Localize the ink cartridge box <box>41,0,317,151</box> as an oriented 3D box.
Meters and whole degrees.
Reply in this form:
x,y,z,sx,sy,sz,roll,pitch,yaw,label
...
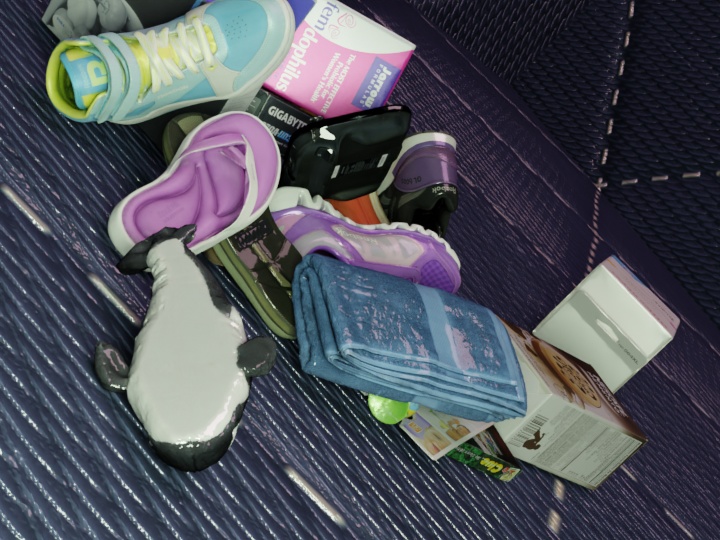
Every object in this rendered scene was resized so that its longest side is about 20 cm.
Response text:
x,y,z,sx,sy,sz,roll,pitch,yaw,label
-0.158,-0.218,1.226,0.198,0.200,0.043,47,35,11,ink cartridge box

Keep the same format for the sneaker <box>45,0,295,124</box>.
x,y,z,sx,sy,sz,roll,pitch,yaw,label
-0.155,-0.162,1.129,0.131,0.200,0.080,-16,85,-65,sneaker

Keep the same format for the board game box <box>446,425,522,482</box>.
x,y,z,sx,sy,sz,roll,pitch,yaw,label
0.065,0.098,1.297,0.105,0.023,0.200,27,23,-43,board game box

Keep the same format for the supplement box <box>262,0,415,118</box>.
x,y,z,sx,sy,sz,roll,pitch,yaw,label
-0.064,-0.211,1.334,0.200,0.101,0.103,27,5,-13,supplement box

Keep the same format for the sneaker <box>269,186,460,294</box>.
x,y,z,sx,sy,sz,roll,pitch,yaw,label
0.000,0.000,1.260,0.200,0.081,0.089,17,35,-25,sneaker

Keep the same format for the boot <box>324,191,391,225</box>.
x,y,z,sx,sy,sz,roll,pitch,yaw,label
-0.031,-0.063,1.395,0.107,0.075,0.200,18,31,-51,boot

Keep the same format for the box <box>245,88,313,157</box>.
x,y,z,sx,sy,sz,roll,pitch,yaw,label
-0.114,-0.156,1.360,0.200,0.046,0.159,32,5,35,box

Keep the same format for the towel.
x,y,z,sx,sy,sz,roll,pitch,yaw,label
0.041,0.052,1.137,0.200,0.049,0.112,17,43,-32,towel

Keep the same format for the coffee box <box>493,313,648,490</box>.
x,y,z,sx,sy,sz,roll,pitch,yaw,label
0.178,0.129,1.406,0.200,0.080,0.113,27,22,-49,coffee box

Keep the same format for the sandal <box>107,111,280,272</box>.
x,y,z,sx,sy,sz,roll,pitch,yaw,label
-0.108,-0.063,1.076,0.082,0.050,0.203,44,41,-7,sandal

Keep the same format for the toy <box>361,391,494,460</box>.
x,y,z,sx,sy,sz,roll,pitch,yaw,label
0.071,0.084,1.221,0.115,0.047,0.200,42,27,16,toy

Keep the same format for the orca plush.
x,y,z,sx,sy,sz,roll,pitch,yaw,label
-0.113,0.059,0.890,0.105,0.071,0.200,-16,41,-20,orca plush

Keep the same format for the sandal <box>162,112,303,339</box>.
x,y,z,sx,sy,sz,roll,pitch,yaw,label
-0.103,-0.031,1.142,0.080,0.057,0.201,-22,83,-46,sandal

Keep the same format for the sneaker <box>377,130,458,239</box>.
x,y,z,sx,sy,sz,roll,pitch,yaw,label
0.045,-0.049,1.445,0.076,0.200,0.088,-1,62,-15,sneaker

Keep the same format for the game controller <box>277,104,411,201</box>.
x,y,z,sx,sy,sz,roll,pitch,yaw,label
-0.016,-0.096,1.254,0.200,0.104,0.042,121,-55,-75,game controller

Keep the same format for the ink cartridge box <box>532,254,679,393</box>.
x,y,z,sx,sy,sz,roll,pitch,yaw,label
0.311,0.072,1.838,0.129,0.125,0.200,46,14,8,ink cartridge box
